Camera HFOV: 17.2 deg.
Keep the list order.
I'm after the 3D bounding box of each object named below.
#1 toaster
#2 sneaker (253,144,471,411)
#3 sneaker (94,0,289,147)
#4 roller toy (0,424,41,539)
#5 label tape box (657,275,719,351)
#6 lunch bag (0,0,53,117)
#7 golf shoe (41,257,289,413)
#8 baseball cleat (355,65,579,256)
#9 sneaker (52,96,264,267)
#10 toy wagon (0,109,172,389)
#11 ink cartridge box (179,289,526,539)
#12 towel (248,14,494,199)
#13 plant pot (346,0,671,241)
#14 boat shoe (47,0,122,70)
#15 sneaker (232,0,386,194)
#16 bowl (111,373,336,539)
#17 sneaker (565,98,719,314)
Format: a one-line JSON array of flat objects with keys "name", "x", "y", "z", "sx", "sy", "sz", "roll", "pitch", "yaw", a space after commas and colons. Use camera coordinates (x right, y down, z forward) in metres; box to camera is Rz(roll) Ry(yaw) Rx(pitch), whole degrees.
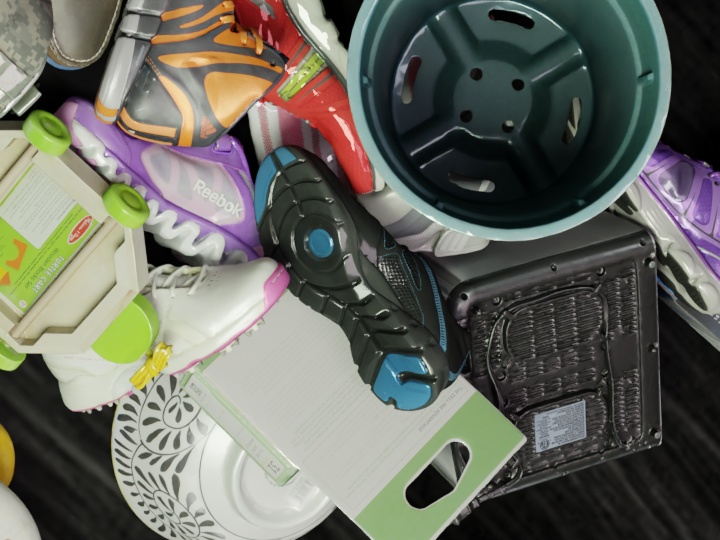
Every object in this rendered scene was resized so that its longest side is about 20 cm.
[{"name": "toaster", "x": 0.117, "y": 0.062, "z": 1.756, "sx": 0.199, "sy": 0.119, "sz": 0.182, "roll": -16, "pitch": 115, "yaw": -22}, {"name": "sneaker", "x": 0.000, "y": 0.000, "z": 1.618, "sx": 0.201, "sy": 0.073, "sz": 0.082, "roll": 58, "pitch": 37, "yaw": -2}, {"name": "sneaker", "x": -0.093, "y": -0.174, "z": 1.545, "sx": 0.111, "sy": 0.078, "sz": 0.201, "roll": 18, "pitch": 87, "yaw": -8}, {"name": "roller toy", "x": -0.315, "y": 0.194, "z": 1.575, "sx": 0.182, "sy": 0.139, "sz": 0.201, "roll": 3, "pitch": 106, "yaw": -39}, {"name": "label tape box", "x": 0.310, "y": -0.011, "z": 1.859, "sx": 0.200, "sy": 0.063, "sz": 0.144, "roll": 39, "pitch": 89, "yaw": -31}, {"name": "lunch bag", "x": -0.283, "y": -0.184, "z": 1.425, "sx": 0.139, "sy": 0.168, "sz": 0.200, "roll": -47, "pitch": 122, "yaw": -3}, {"name": "golf shoe", "x": -0.141, "y": 0.026, "z": 1.594, "sx": 0.199, "sy": 0.075, "sz": 0.092, "roll": -25, "pitch": 108, "yaw": 27}, {"name": "baseball cleat", "x": 0.091, "y": -0.083, "z": 1.692, "sx": 0.199, "sy": 0.070, "sz": 0.107, "roll": -32, "pitch": 124, "yaw": -1}, {"name": "sneaker", "x": -0.125, "y": -0.067, "z": 1.612, "sx": 0.200, "sy": 0.080, "sz": 0.089, "roll": 39, "pitch": 81, "yaw": -35}, {"name": "toy wagon", "x": -0.201, "y": -0.004, "z": 1.554, "sx": 0.200, "sy": 0.040, "sz": 0.155, "roll": 42, "pitch": 115, "yaw": -4}, {"name": "ink cartridge box", "x": -0.004, "y": 0.096, "z": 1.638, "sx": 0.200, "sy": 0.048, "sz": 0.145, "roll": 45, "pitch": 60, "yaw": 3}, {"name": "towel", "x": 0.020, "y": -0.088, "z": 1.701, "sx": 0.199, "sy": 0.030, "sz": 0.147, "roll": -22, "pitch": 117, "yaw": -18}, {"name": "plant pot", "x": 0.091, "y": -0.117, "z": 1.545, "sx": 0.199, "sy": 0.196, "sz": 0.202, "roll": 0, "pitch": 89, "yaw": 0}, {"name": "boat shoe", "x": -0.175, "y": -0.221, "z": 1.522, "sx": 0.072, "sy": 0.072, "sz": 0.201, "roll": -3, "pitch": 110, "yaw": -25}, {"name": "sneaker", "x": -0.049, "y": -0.134, "z": 1.616, "sx": 0.085, "sy": 0.077, "sz": 0.201, "roll": -30, "pitch": 99, "yaw": -2}, {"name": "bowl", "x": -0.070, "y": 0.127, "z": 1.701, "sx": 0.200, "sy": 0.094, "sz": 0.202, "roll": -10, "pitch": 114, "yaw": -23}, {"name": "sneaker", "x": 0.225, "y": -0.063, "z": 1.758, "sx": 0.083, "sy": 0.081, "sz": 0.200, "roll": -38, "pitch": 94, "yaw": -13}]
